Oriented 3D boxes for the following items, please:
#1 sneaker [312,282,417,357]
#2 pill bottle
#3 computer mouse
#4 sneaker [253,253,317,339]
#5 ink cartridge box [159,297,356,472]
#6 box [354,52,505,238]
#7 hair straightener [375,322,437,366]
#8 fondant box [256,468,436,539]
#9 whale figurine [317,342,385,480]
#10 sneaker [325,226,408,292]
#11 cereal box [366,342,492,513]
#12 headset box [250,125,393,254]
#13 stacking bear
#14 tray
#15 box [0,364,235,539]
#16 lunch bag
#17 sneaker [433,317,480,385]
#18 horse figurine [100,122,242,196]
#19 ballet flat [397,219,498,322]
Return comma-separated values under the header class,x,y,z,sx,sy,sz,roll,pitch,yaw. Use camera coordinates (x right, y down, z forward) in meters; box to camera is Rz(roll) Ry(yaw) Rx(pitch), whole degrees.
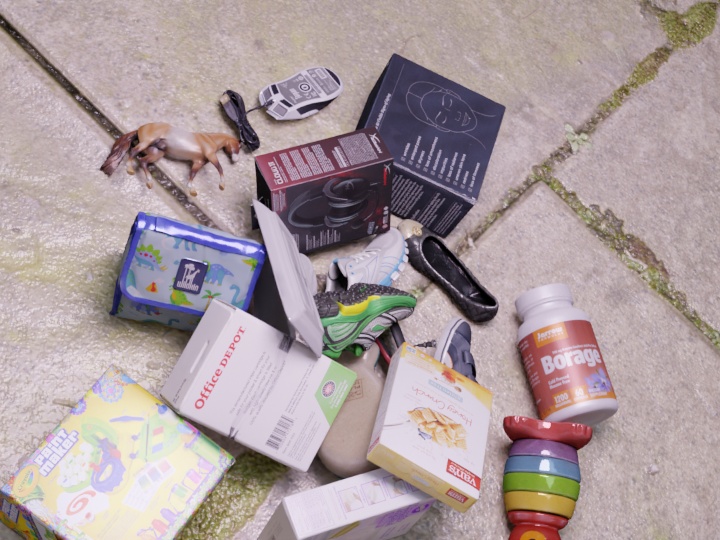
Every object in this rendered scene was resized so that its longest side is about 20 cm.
class,x,y,z,sx,sy,sz,roll,pitch,yaw
sneaker,0.002,0.065,1.550,0.200,0.078,0.085,-12,110,-49
pill bottle,0.292,0.126,1.680,0.112,0.112,0.200,-5,65,-23
computer mouse,-0.114,-0.253,1.765,0.200,0.044,0.110,-24,61,-27
sneaker,-0.098,0.072,1.581,0.074,0.116,0.200,5,92,25
ink cartridge box,-0.128,0.145,1.456,0.200,0.084,0.146,32,84,-29
box,0.091,-0.190,1.763,0.196,0.124,0.200,26,58,-8
hair straightener,0.073,0.120,1.592,0.077,0.041,0.200,-33,51,5
fondant box,-0.016,0.308,1.445,0.200,0.144,0.058,-13,64,-26
whale figurine,0.004,0.195,1.546,0.159,0.104,0.200,-17,50,9
sneaker,0.000,0.000,1.640,0.087,0.075,0.200,52,50,-29
cereal box,0.092,0.194,1.457,0.144,0.040,0.200,30,34,-10
headset box,-0.060,-0.104,1.621,0.200,0.149,0.077,-16,51,-16
stacking bear,0.243,0.312,1.567,0.121,0.114,0.200,6,71,9
tray,-0.086,0.006,1.452,0.022,0.107,0.200,-24,53,6
box,-0.293,0.259,1.380,0.193,0.122,0.200,38,58,1
lunch bag,-0.224,-0.001,1.498,0.170,0.200,0.128,14,59,-15
sneaker,0.135,0.162,1.611,0.079,0.078,0.200,9,63,24
horse figurine,-0.267,-0.167,1.654,0.200,0.050,0.133,7,49,-10
ballet flat,0.134,-0.006,1.721,0.200,0.057,0.066,46,57,6
